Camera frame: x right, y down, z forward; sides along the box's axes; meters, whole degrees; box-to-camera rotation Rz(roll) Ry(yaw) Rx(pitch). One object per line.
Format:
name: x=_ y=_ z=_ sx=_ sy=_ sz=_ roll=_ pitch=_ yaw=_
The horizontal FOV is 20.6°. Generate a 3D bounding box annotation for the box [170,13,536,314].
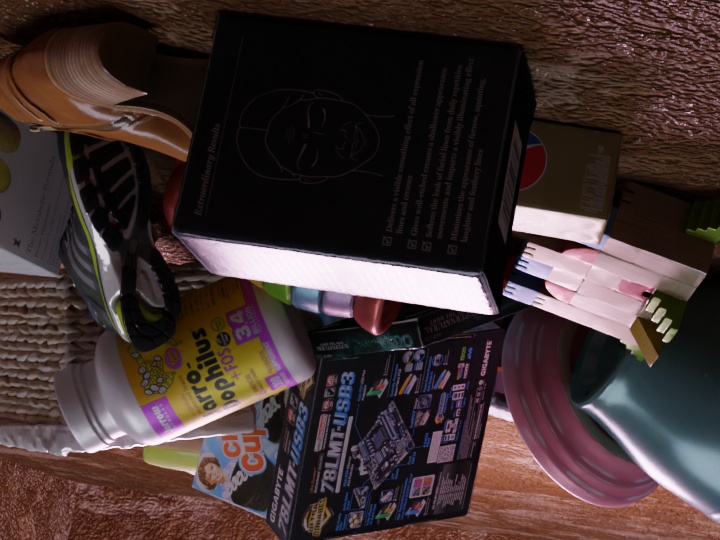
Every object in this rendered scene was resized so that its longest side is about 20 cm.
box: x=-0.001 y=-0.066 z=1.259 sx=0.200 sy=0.149 sz=0.107 roll=9 pitch=167 yaw=12

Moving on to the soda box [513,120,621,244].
soda box: x=0.076 y=-0.071 z=1.366 sx=0.200 sy=0.064 sz=0.068 roll=10 pitch=167 yaw=5

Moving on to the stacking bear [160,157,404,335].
stacking bear: x=-0.058 y=-0.034 z=1.542 sx=0.200 sy=0.114 sz=0.122 roll=21 pitch=127 yaw=9

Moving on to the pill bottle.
pill bottle: x=-0.145 y=0.077 z=1.615 sx=0.200 sy=0.104 sz=0.104 roll=-24 pitch=161 yaw=5

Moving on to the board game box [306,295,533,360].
board game box: x=0.072 y=0.034 z=1.670 sx=0.200 sy=0.028 sz=0.135 roll=-18 pitch=-174 yaw=-42

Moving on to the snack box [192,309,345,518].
snack box: x=-0.079 y=0.123 z=1.824 sx=0.116 sy=0.200 sz=0.037 roll=18 pitch=-173 yaw=31

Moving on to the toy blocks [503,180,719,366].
toy blocks: x=0.181 y=-0.012 z=1.490 sx=0.137 sy=0.100 sz=0.200 roll=21 pitch=155 yaw=1

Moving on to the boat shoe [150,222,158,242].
boat shoe: x=-0.254 y=-0.038 z=1.781 sx=0.073 sy=0.062 sz=0.200 roll=4 pitch=165 yaw=28

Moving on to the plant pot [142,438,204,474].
plant pot: x=-0.102 y=0.120 z=1.969 sx=0.200 sy=0.199 sz=0.181 roll=5 pitch=175 yaw=29

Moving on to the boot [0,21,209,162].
boot: x=-0.156 y=-0.104 z=1.378 sx=0.200 sy=0.077 sz=0.155 roll=25 pitch=160 yaw=-38

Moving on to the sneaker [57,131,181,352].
sneaker: x=-0.205 y=-0.033 z=1.538 sx=0.081 sy=0.200 sz=0.074 roll=8 pitch=-152 yaw=40

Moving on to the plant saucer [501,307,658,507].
plant saucer: x=0.213 y=0.107 z=1.750 sx=0.200 sy=0.201 sz=0.051 roll=20 pitch=144 yaw=-34

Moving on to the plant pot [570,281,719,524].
plant pot: x=0.286 y=0.096 z=1.661 sx=0.188 sy=0.200 sz=0.200 roll=28 pitch=164 yaw=-8

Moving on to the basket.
basket: x=-0.224 y=0.076 z=1.782 sx=0.198 sy=0.161 sz=0.200 roll=-3 pitch=-178 yaw=-35

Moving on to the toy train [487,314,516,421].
toy train: x=0.183 y=0.095 z=1.876 sx=0.200 sy=0.114 sz=0.085 roll=18 pitch=166 yaw=-29

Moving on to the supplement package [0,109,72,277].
supplement package: x=-0.324 y=-0.078 z=1.553 sx=0.109 sy=0.114 sz=0.200 roll=5 pitch=166 yaw=30

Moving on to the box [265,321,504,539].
box: x=0.023 y=0.140 z=1.773 sx=0.198 sy=0.200 sz=0.050 roll=-6 pitch=-152 yaw=-31
